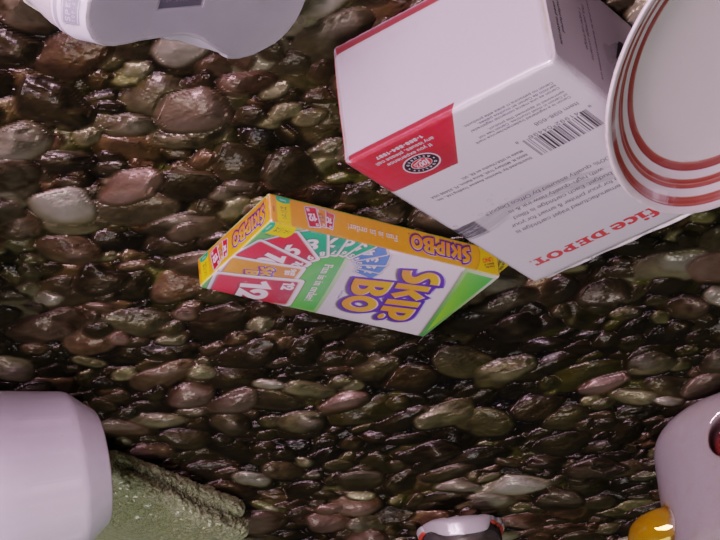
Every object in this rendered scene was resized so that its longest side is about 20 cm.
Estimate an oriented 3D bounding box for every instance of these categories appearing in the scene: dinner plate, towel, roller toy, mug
[{"bbox_3d":[0.210,-0.122,1.289,0.199,0.024,0.201,-24,135,-26],"label":"dinner plate"},{"bbox_3d":[-0.193,0.198,1.849,0.147,0.037,0.200,-22,149,24],"label":"towel"},{"bbox_3d":[0.326,0.182,1.819,0.198,0.141,0.182,11,146,-27],"label":"roller toy"},{"bbox_3d":[-0.265,0.142,1.674,0.152,0.187,0.151,-7,120,-17],"label":"mug"}]

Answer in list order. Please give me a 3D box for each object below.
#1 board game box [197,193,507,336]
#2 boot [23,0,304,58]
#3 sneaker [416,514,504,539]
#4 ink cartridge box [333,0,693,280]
[{"bbox_3d":[0.000,0.000,1.549,0.199,0.030,0.095,11,147,-32],"label":"board game box"},{"bbox_3d":[-0.113,-0.161,1.201,0.199,0.095,0.074,-4,121,-58],"label":"boot"},{"bbox_3d":[0.089,0.273,1.996,0.076,0.083,0.200,-5,151,-2],"label":"sneaker"},{"bbox_3d":[0.101,-0.086,1.352,0.144,0.084,0.200,-25,145,28],"label":"ink cartridge box"}]
